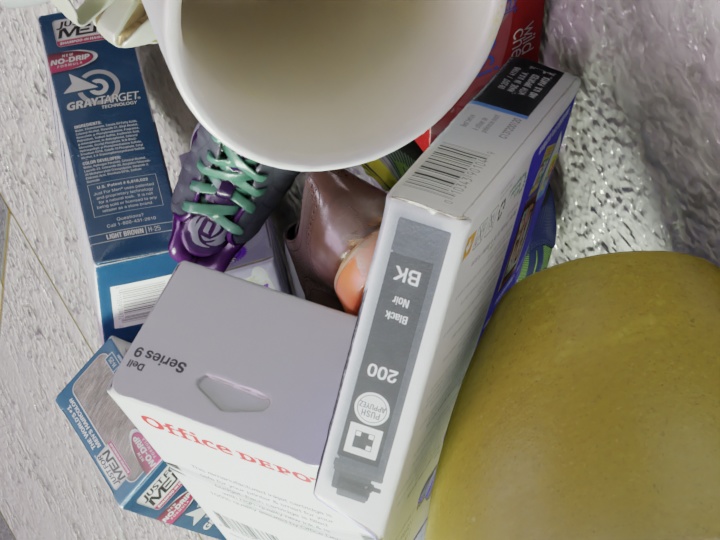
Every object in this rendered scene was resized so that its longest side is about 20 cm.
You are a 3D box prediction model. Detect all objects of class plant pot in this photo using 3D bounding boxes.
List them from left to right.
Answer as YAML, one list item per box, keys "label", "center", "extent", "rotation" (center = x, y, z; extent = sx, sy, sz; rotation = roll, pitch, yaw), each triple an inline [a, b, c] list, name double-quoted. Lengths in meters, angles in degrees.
- label: "plant pot"
  center: [0.117, 0.076, 1.081]
  extent: [0.200, 0.199, 0.143]
  rotation: [118, 149, -65]

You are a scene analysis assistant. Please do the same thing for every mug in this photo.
- label: "mug"
  center: [-0.022, -0.154, 1.060]
  extent: [0.149, 0.187, 0.153]
  rotation: [39, -174, -34]

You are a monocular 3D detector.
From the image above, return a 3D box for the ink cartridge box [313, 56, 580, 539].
- label: "ink cartridge box"
  center: [0.034, 0.026, 1.114]
  extent: [0.043, 0.198, 0.201]
  rotation: [18, 115, 11]

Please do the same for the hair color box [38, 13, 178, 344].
- label: "hair color box"
  center: [-0.158, -0.063, 1.615]
  extent: [0.100, 0.060, 0.201]
  rotation: [94, 163, -57]

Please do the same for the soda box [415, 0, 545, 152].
- label: "soda box"
  center: [0.044, -0.148, 1.136]
  extent: [0.070, 0.063, 0.201]
  rotation: [52, 156, 31]

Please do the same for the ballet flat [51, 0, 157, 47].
- label: "ballet flat"
  center: [-0.136, -0.162, 1.416]
  extent: [0.071, 0.071, 0.200]
  rotation: [55, -170, 23]

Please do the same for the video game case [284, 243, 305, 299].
- label: "video game case"
  center: [-0.008, 0.099, 1.505]
  extent: [0.144, 0.018, 0.201]
  rotation: [-105, 1, -47]

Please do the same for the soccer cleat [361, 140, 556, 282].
- label: "soccer cleat"
  center: [0.028, -0.051, 1.278]
  extent: [0.200, 0.064, 0.084]
  rotation: [40, 144, 46]

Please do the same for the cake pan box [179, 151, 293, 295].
- label: "cake pan box"
  center: [-0.059, 0.039, 1.522]
  extent: [0.200, 0.052, 0.185]
  rotation: [-108, 1, -63]

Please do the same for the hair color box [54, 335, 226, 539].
- label: "hair color box"
  center: [-0.094, 0.119, 1.608]
  extent: [0.200, 0.061, 0.100]
  rotation: [25, -159, -51]

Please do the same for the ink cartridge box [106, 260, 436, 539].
- label: "ink cartridge box"
  center: [-0.020, 0.094, 1.288]
  extent: [0.145, 0.084, 0.200]
  rotation: [17, 157, 28]

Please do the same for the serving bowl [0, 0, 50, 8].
- label: "serving bowl"
  center: [-0.173, -0.253, 1.461]
  extent: [0.200, 0.065, 0.201]
  rotation: [1, -90, -90]

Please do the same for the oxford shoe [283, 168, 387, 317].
- label: "oxford shoe"
  center: [0.000, 0.000, 1.296]
  extent: [0.073, 0.071, 0.200]
  rotation: [52, 165, 15]

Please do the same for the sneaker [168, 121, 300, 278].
- label: "sneaker"
  center: [-0.053, -0.053, 1.240]
  extent: [0.074, 0.088, 0.200]
  rotation: [22, 157, -2]
